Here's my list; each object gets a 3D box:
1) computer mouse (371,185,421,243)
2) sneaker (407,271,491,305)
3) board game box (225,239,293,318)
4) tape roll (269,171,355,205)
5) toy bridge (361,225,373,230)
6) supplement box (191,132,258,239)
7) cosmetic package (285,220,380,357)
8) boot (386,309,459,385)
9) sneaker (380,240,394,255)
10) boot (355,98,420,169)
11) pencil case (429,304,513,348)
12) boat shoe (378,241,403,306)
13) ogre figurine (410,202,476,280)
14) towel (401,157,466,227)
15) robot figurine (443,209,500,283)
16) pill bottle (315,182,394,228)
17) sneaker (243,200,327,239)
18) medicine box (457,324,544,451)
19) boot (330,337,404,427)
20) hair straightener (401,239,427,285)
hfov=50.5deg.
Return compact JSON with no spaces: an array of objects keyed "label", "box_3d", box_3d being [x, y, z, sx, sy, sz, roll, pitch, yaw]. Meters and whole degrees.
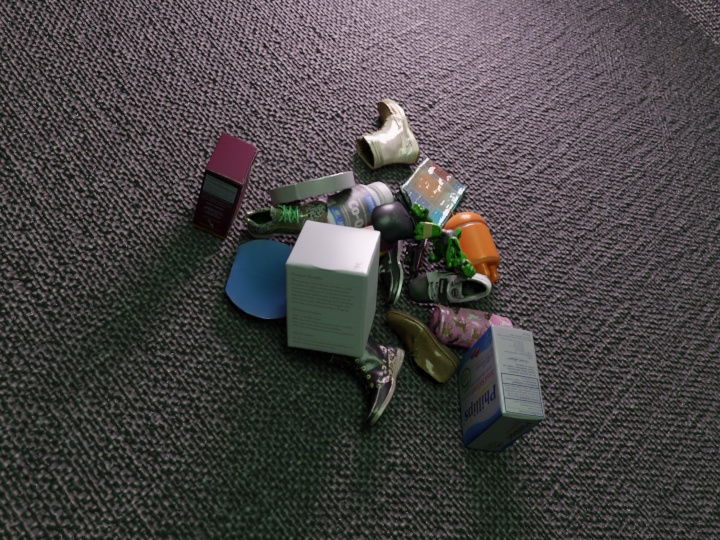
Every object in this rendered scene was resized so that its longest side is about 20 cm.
[{"label":"computer mouse","box_3d":[0.089,-0.119,1.717,0.199,0.052,0.142,-22,90,-61]},{"label":"sneaker","box_3d":[0.202,0.039,1.738,0.194,0.089,0.076,-7,94,6]},{"label":"board game box","box_3d":[-0.204,0.026,1.642,0.154,0.039,0.204,15,52,-6]},{"label":"tape roll","box_3d":[-0.109,-0.186,1.723,0.199,0.201,0.038,-17,99,-30]},{"label":"toy bridge","box_3d":[-0.018,-0.060,1.724,0.197,0.068,0.028,-30,73,-17]},{"label":"supplement box","box_3d":[-0.291,-0.177,1.628,0.084,0.201,0.112,22,53,-7]},{"label":"cosmetic package","box_3d":[-0.054,0.037,1.546,0.162,0.204,0.168,9,34,8]},{"label":"boot","box_3d":[0.125,0.168,1.676,0.199,0.074,0.076,42,62,3]},{"label":"sneaker","box_3d":[0.000,0.000,1.706,0.197,0.075,0.092,-28,76,-7]},{"label":"boot","box_3d":[0.052,-0.355,1.978,0.151,0.072,0.203,-14,66,-27]},{"label":"pencil case","box_3d":[0.251,0.137,1.740,0.195,0.084,0.088,12,36,-16]},{"label":"boat shoe","box_3d":[0.063,-0.008,1.756,0.059,0.074,0.204,14,52,-14]},{"label":"ogre figurine","box_3d":[0.192,-0.060,1.726,0.197,0.120,0.100,30,92,16]},{"label":"towel","box_3d":[0.181,-0.196,1.961,0.145,0.022,0.201,37,52,1]},{"label":"robot figurine","box_3d":[0.268,-0.054,1.850,0.140,0.117,0.204,-12,64,-12]},{"label":"pill bottle","box_3d":[-0.021,-0.131,1.773,0.197,0.114,0.115,-25,70,-33]},{"label":"sneaker","box_3d":[-0.167,-0.115,1.665,0.194,0.089,0.079,-12,77,10]},{"label":"medicine box","box_3d":[0.292,0.252,1.618,0.100,0.183,0.204,10,55,-15]},{"label":"boot","box_3d":[0.004,0.213,1.587,0.148,0.074,0.202,29,48,-5]},{"label":"hair straightener","box_3d":[0.118,-0.052,1.821,0.077,0.040,0.204,43,51,-33]}]
